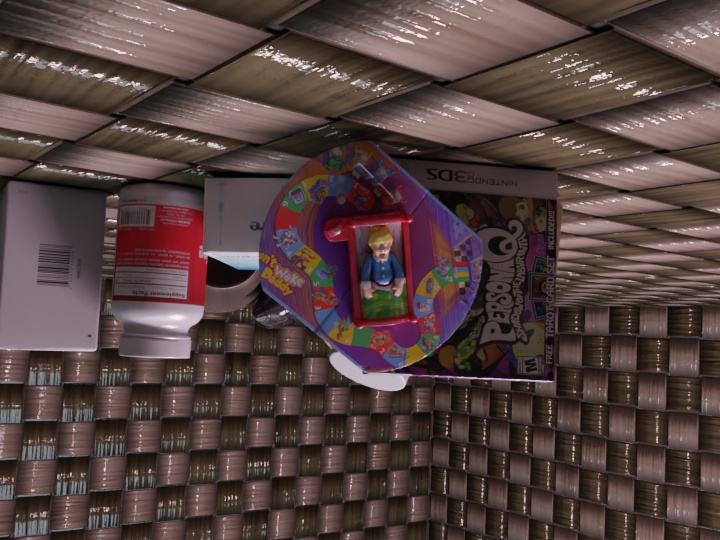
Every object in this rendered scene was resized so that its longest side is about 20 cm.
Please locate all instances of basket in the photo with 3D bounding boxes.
[{"bbox_3d":[-0.208,-0.018,1.150,0.178,0.138,0.200,11,169,-11],"label":"basket"}]

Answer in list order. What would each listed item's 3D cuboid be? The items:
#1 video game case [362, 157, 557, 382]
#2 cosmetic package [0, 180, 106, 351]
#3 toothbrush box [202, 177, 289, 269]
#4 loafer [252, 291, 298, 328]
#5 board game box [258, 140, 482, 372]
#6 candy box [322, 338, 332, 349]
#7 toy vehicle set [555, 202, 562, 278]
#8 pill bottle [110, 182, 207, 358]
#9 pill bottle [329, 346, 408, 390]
[{"bbox_3d":[0.094,0.000,0.746,0.179,0.203,0.036,4,174,-8],"label":"video game case"},{"bbox_3d":[-0.421,0.001,1.046,0.122,0.202,0.199,5,174,-29],"label":"cosmetic package"},{"bbox_3d":[-0.093,-0.049,0.937,0.144,0.087,0.200,1,176,3],"label":"toothbrush box"},{"bbox_3d":[-0.137,0.057,1.246,0.072,0.073,0.200,-25,173,-10],"label":"loafer"},{"bbox_3d":[0.012,-0.005,0.674,0.200,0.158,0.039,40,180,-11],"label":"board game box"},{"bbox_3d":[-0.063,0.054,1.366,0.056,0.118,0.200,-23,150,7],"label":"candy box"},{"bbox_3d":[0.140,-0.002,0.925,0.026,0.126,0.199,30,149,-33],"label":"toy vehicle set"},{"bbox_3d":[-0.242,0.003,0.962,0.111,0.203,0.112,3,176,0],"label":"pill bottle"},{"bbox_3d":[0.039,0.016,0.829,0.110,0.202,0.111,17,153,9],"label":"pill bottle"}]
